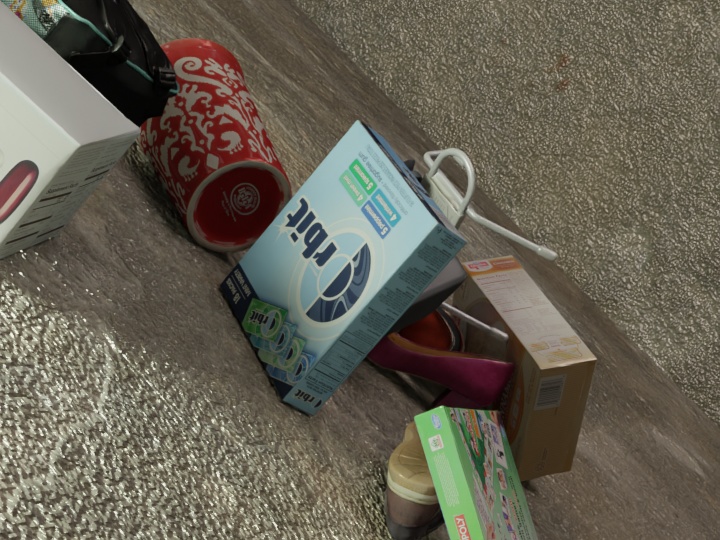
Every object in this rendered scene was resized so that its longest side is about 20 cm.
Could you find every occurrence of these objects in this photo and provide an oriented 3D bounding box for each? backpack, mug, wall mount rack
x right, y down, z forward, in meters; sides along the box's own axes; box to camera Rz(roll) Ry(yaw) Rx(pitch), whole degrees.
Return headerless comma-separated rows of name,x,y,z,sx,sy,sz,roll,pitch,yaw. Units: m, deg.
backpack,-0.272,-0.204,1.255,0.201,0.153,0.175,59,16,26
mug,-0.134,-0.115,1.465,0.177,0.134,0.201,26,23,-40
wall mount rack,0.106,-0.025,1.529,0.074,0.201,0.174,-8,48,-38

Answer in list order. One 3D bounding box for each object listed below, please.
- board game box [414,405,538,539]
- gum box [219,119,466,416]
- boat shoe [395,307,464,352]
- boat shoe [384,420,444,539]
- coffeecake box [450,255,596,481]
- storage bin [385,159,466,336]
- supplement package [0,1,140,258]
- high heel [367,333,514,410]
board game box,0.106,0.208,1.154,0.134,0.029,0.202,16,56,-65
gum box,-0.021,-0.005,1.268,0.044,0.200,0.170,31,16,-41
boat shoe,0.033,0.033,1.620,0.200,0.071,0.063,42,-8,27
boat shoe,0.058,0.175,1.233,0.071,0.065,0.200,23,11,10
coffeecake box,0.169,0.104,1.616,0.072,0.155,0.200,-8,36,-21
storage bin,0.000,0.000,1.463,0.199,0.146,0.135,-22,73,-45
supplement package,-0.280,-0.121,1.043,0.200,0.111,0.156,42,11,-1
high heel,0.063,0.073,1.532,0.200,0.096,0.067,43,12,-2
